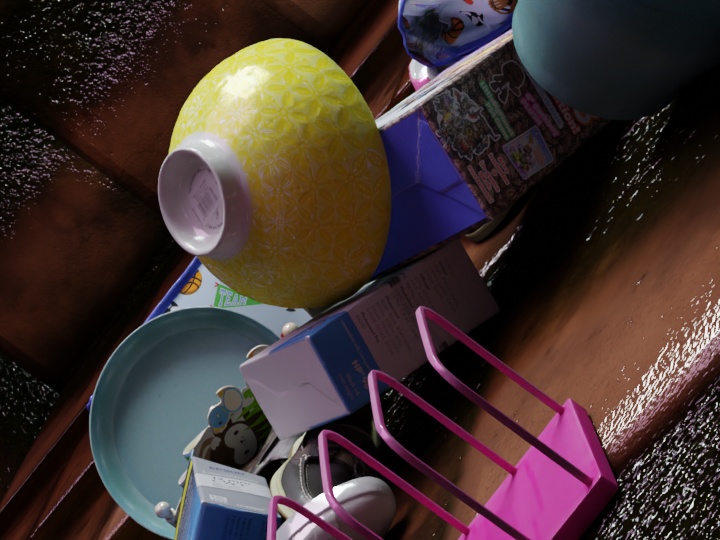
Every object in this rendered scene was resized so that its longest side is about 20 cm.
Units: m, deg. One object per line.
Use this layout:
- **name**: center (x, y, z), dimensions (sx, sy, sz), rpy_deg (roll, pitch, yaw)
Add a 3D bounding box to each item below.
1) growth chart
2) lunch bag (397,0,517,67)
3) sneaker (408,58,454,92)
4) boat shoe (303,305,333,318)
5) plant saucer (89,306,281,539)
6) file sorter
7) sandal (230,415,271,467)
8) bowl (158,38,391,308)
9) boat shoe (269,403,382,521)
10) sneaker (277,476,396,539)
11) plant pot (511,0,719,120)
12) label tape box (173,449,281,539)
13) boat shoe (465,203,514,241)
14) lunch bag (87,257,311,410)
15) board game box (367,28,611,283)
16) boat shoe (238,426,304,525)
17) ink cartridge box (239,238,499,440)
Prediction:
- **growth chart**: center (-0.084, 0.145, 1.744), dimensions (0.201, 0.145, 0.018), rpy_deg (-53, 45, 0)
- **lunch bag**: center (0.105, -0.277, 1.702), dimensions (0.200, 0.123, 0.171), rpy_deg (-53, 15, 49)
- **sneaker**: center (0.118, -0.170, 1.794), dimensions (0.088, 0.082, 0.199), rpy_deg (-36, -11, 38)
- **boat shoe**: center (-0.001, 0.003, 1.707), dimensions (0.201, 0.063, 0.074), rpy_deg (-7, -56, -58)
- **plant saucer**: center (-0.133, 0.133, 1.831), dimensions (0.201, 0.199, 0.027), rpy_deg (-54, -9, 0)
- **file sorter**: center (0.027, 0.141, 1.191), dimensions (0.201, 0.125, 0.139), rpy_deg (-53, 10, 10)
- **sandal**: center (-0.057, 0.109, 1.784), dimensions (0.201, 0.076, 0.043), rpy_deg (-50, 44, 1)
- **bowl**: center (-0.083, -0.061, 1.553), dimensions (0.107, 0.201, 0.200), rpy_deg (-17, -18, -40)
- **boat shoe**: center (-0.019, 0.142, 1.578), dimensions (0.066, 0.071, 0.201), rpy_deg (-57, 4, 13)
- **sneaker**: center (-0.039, 0.231, 1.450), dimensions (0.200, 0.073, 0.085), rpy_deg (-46, 44, 7)
- **plant pot**: center (0.192, -0.208, 1.451), dimensions (0.201, 0.199, 0.189), rpy_deg (-61, -3, -37)
- **label tape box**: center (-0.109, 0.226, 1.606), dimensions (0.200, 0.065, 0.145), rpy_deg (-132, 52, -82)
- **boat shoe**: center (0.084, -0.071, 1.819), dimensions (0.072, 0.068, 0.200), rpy_deg (-54, 10, -11)
- **lunch bag**: center (-0.124, 0.095, 1.915), dimensions (0.201, 0.169, 0.124), rpy_deg (-54, -3, -8)
- **board game box**: center (0.079, -0.098, 1.604), dimensions (0.200, 0.097, 0.159), rpy_deg (-38, 7, -40)
- **boat shoe**: center (-0.048, 0.156, 1.709), dimensions (0.201, 0.073, 0.065), rpy_deg (-54, 25, -3)
- **ink cartridge box**: center (0.021, 0.042, 1.594), dimensions (0.199, 0.067, 0.116), rpy_deg (-33, 3, -32)
